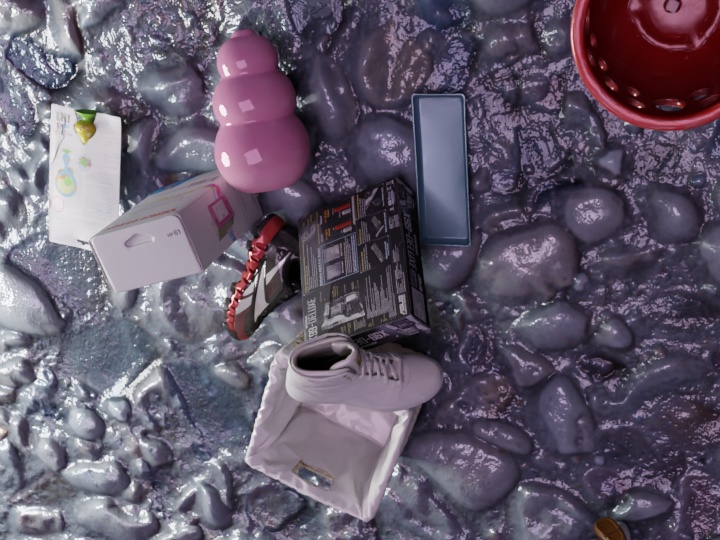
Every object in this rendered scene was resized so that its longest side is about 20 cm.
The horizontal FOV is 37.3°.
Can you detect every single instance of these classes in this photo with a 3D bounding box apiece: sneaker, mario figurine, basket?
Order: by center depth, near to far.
[{"bbox_3d":[0.008,0.123,1.294,0.198,0.074,0.116,-3,157,-4],"label":"sneaker"},{"bbox_3d":[-0.024,0.191,1.458,0.197,0.161,0.201,23,119,9],"label":"basket"},{"bbox_3d":[0.322,0.418,1.465,0.122,0.106,0.201,-14,131,5],"label":"mario figurine"},{"bbox_3d":[-0.125,0.025,1.472,0.097,0.071,0.201,29,118,8],"label":"sneaker"}]

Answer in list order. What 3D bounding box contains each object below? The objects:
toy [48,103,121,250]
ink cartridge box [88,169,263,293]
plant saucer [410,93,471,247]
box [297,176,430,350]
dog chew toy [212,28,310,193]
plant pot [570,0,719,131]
[{"bbox_3d":[-0.381,-0.130,1.511,0.114,0.047,0.202,13,113,18],"label":"toy"},{"bbox_3d":[-0.238,-0.057,1.403,0.144,0.200,0.085,-13,107,25],"label":"ink cartridge box"},{"bbox_3d":[0.105,-0.127,1.353,0.069,0.019,0.202,3,113,19],"label":"plant saucer"},{"bbox_3d":[0.000,0.000,1.356,0.157,0.201,0.050,-21,148,26],"label":"box"},{"bbox_3d":[-0.133,-0.203,1.352,0.124,0.124,0.202,-4,103,21],"label":"dog chew toy"},{"bbox_3d":[0.330,-0.265,1.116,0.199,0.183,0.202,7,114,17],"label":"plant pot"}]
